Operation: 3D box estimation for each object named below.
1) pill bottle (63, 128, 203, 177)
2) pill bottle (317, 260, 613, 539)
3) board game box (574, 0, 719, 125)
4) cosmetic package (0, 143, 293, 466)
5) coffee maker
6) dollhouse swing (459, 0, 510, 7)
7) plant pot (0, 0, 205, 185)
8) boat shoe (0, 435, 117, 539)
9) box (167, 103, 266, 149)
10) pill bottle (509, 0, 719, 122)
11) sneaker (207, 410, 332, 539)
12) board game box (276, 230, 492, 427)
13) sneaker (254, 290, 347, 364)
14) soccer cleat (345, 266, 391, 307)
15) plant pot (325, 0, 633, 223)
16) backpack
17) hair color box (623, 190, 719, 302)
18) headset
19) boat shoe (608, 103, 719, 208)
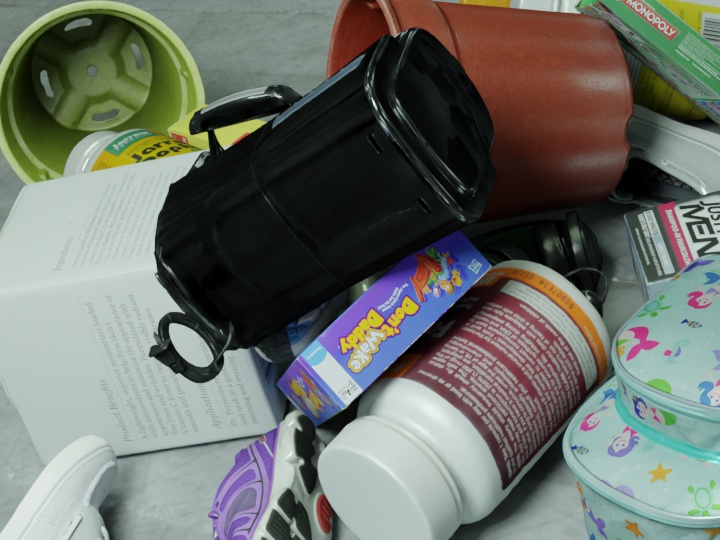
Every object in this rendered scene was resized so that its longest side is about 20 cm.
[{"bbox_3d":[-0.177,-0.062,1.429,0.112,0.114,0.199,-36,36,-26],"label":"pill bottle"},{"bbox_3d":[0.070,0.093,1.074,0.113,0.115,0.200,14,44,40],"label":"pill bottle"},{"bbox_3d":[0.258,-0.155,1.250,0.029,0.199,0.135,-52,5,6],"label":"board game box"},{"bbox_3d":[-0.164,0.026,1.243,0.198,0.166,0.166,-9,32,13],"label":"cosmetic package"},{"bbox_3d":[-0.021,-0.037,1.022,0.199,0.134,0.194,-30,44,32],"label":"coffee maker"},{"bbox_3d":[0.105,-0.237,1.514,0.174,0.184,0.200,-4,30,-14],"label":"dollhouse swing"},{"bbox_3d":[-0.261,-0.179,1.602,0.198,0.202,0.184,-21,21,-5],"label":"plant pot"},{"bbox_3d":[-0.208,0.193,1.104,0.068,0.073,0.200,23,35,9],"label":"boat shoe"},{"bbox_3d":[-0.090,-0.093,1.470,0.050,0.076,0.199,-37,38,-28],"label":"box"},{"bbox_3d":[0.225,-0.195,1.370,0.198,0.115,0.115,9,35,-1],"label":"pill bottle"},{"bbox_3d":[-0.064,0.179,1.072,0.083,0.081,0.201,-26,22,18],"label":"sneaker"},{"bbox_3d":[0.011,0.041,1.114,0.134,0.045,0.200,-43,-2,-11],"label":"board game box"},{"bbox_3d":[-0.037,0.019,1.188,0.074,0.087,0.201,-8,29,13],"label":"sneaker"},{"bbox_3d":[0.000,0.000,1.306,0.077,0.069,0.201,-42,35,23],"label":"soccer cleat"},{"bbox_3d":[0.092,-0.121,1.243,0.193,0.203,0.201,-4,28,-18],"label":"plant pot"},{"bbox_3d":[0.223,0.097,0.972,0.200,0.151,0.177,-40,39,-23],"label":"backpack"},{"bbox_3d":[0.300,-0.017,1.175,0.198,0.061,0.099,-14,32,6],"label":"hair color box"},{"bbox_3d":[0.133,0.015,1.221,0.122,0.095,0.200,-22,16,-14],"label":"headset"},{"bbox_3d":[0.222,-0.083,1.315,0.199,0.073,0.068,26,52,37],"label":"boat shoe"}]
